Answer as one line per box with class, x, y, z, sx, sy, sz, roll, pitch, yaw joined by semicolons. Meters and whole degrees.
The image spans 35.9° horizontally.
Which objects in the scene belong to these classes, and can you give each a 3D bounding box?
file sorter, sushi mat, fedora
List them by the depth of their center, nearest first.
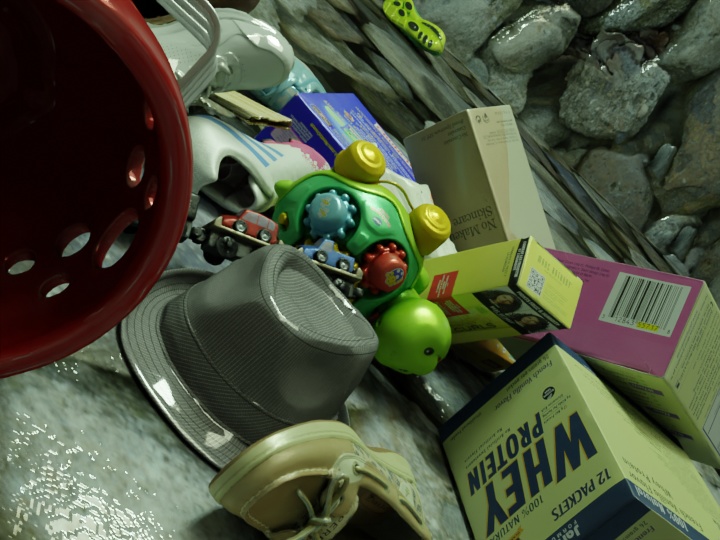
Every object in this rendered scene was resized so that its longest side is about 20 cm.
file sorter;-0.172;-0.147;0.728;0.139;0.125;0.200;43;-3;-9
fedora;-0.054;0.046;0.731;0.177;0.090;0.200;51;18;15
sushi mat;-0.161;-0.179;1.008;0.199;0.012;0.096;31;13;14

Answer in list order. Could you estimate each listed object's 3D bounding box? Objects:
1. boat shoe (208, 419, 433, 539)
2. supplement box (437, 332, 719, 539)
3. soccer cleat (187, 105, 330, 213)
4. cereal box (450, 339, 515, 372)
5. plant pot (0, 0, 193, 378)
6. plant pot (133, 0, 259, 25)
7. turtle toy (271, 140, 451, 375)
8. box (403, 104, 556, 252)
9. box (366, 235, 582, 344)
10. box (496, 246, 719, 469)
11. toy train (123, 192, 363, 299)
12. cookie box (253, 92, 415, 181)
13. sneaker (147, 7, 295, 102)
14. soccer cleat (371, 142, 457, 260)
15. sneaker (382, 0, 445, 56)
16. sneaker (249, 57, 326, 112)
boat shoe;-0.011;0.138;0.656;0.200;0.073;0.063;23;30;-56
supplement box;0.194;0.198;0.902;0.200;0.134;0.200;37;19;-29
soccer cleat;-0.091;-0.077;0.977;0.200;0.070;0.087;14;45;-51
cereal box;0.119;-0.009;1.192;0.144;0.039;0.201;30;56;-41
plant pot;-0.191;-0.076;0.519;0.200;0.201;0.183;35;11;-33
plant pot;-0.184;-0.332;1.125;0.200;0.200;0.198;48;10;5
turtle toy;0.000;0.000;0.916;0.200;0.146;0.101;43;39;-7
box;0.126;-0.055;1.115;0.078;0.095;0.201;-14;84;-47
box;0.092;0.024;0.973;0.075;0.199;0.050;37;61;-30
box;0.248;0.080;1.032;0.175;0.097;0.200;14;-22;40
toy train;-0.084;-0.022;0.814;0.199;0.034;0.046;21;66;-24
cookie box;-0.007;-0.106;1.206;0.171;0.075;0.200;50;18;4
sneaker;-0.151;-0.156;0.901;0.199;0.078;0.100;-1;50;-7
soccer cleat;0.057;-0.039;1.065;0.200;0.078;0.069;43;-18;-5
sneaker;0.121;-0.565;2.579;0.200;0.074;0.084;51;-7;23
sneaker;-0.091;-0.216;1.259;0.082;0.074;0.200;51;17;29
